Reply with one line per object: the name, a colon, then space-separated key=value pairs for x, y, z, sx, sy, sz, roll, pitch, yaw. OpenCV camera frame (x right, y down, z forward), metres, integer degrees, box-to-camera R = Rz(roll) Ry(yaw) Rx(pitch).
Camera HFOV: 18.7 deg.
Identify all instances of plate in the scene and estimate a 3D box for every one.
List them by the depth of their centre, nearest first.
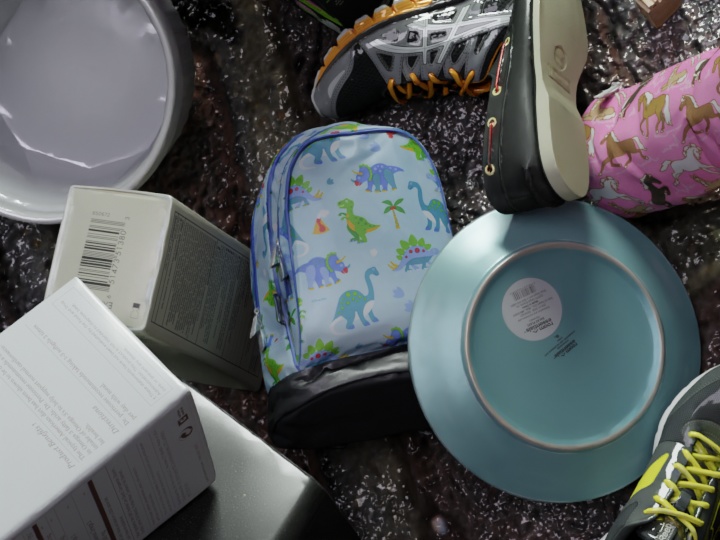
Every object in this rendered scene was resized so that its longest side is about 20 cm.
plate: x=0.130 y=0.050 z=1.415 sx=0.200 sy=0.026 sz=0.201 roll=2 pitch=82 yaw=-12

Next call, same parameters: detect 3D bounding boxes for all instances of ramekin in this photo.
ramekin: x=-0.214 y=-0.139 z=1.571 sx=0.200 sy=0.105 sz=0.201 roll=2 pitch=100 yaw=12

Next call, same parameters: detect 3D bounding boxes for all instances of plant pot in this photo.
plant pot: x=-0.114 y=0.191 z=1.438 sx=0.200 sy=0.200 sz=0.178 roll=34 pitch=77 yaw=24

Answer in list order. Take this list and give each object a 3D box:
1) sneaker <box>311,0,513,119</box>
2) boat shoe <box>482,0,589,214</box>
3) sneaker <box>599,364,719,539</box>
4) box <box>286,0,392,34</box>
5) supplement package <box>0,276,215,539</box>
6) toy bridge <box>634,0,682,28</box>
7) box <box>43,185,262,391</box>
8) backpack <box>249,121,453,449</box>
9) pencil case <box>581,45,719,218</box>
sneaker: x=0.058 y=-0.153 z=1.525 sx=0.200 sy=0.078 sz=0.077 roll=-27 pitch=73 yaw=10
boat shoe: x=0.112 y=-0.130 z=1.439 sx=0.063 sy=0.074 sz=0.202 roll=-15 pitch=56 yaw=30
sneaker: x=0.205 y=0.150 z=1.375 sx=0.074 sy=0.085 sz=0.200 roll=29 pitch=91 yaw=3
box: x=-0.052 y=-0.271 z=1.528 sx=0.148 sy=0.200 sz=0.124 roll=34 pitch=88 yaw=24
supplement package: x=-0.204 y=0.125 z=1.316 sx=0.200 sy=0.117 sz=0.117 roll=-38 pitch=62 yaw=-17
toy bridge: x=0.146 y=-0.254 z=1.525 sx=0.027 sy=0.067 sz=0.200 roll=-41 pitch=67 yaw=5
box: x=-0.129 y=0.015 z=1.476 sx=0.078 sy=0.200 sz=0.095 roll=7 pitch=77 yaw=21
backpack: x=0.000 y=0.000 z=1.472 sx=0.163 sy=0.154 sz=0.200 roll=-6 pitch=55 yaw=-9
pencil case: x=0.216 y=-0.096 z=1.392 sx=0.086 sy=0.200 sz=0.083 roll=39 pitch=63 yaw=-16
